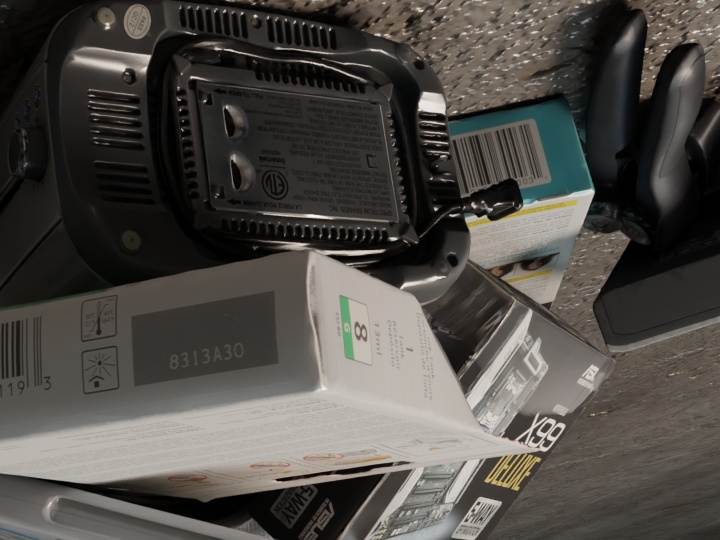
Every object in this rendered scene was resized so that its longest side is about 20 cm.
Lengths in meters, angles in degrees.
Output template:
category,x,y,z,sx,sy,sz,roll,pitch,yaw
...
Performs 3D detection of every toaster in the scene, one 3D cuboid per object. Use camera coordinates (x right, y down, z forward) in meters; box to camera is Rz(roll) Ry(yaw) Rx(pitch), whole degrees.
category,x,y,z,sx,sy,sz,roll,pitch,yaw
toaster,-0.052,-0.024,0.600,0.198,0.115,0.129,1,162,-35

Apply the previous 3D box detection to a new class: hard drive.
category,x,y,z,sx,sy,sz,roll,pitch,yaw
hard drive,0.201,-0.017,0.819,0.138,0.033,0.200,-20,-173,20

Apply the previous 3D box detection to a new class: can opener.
category,x,y,z,sx,sy,sz,roll,pitch,yaw
can opener,0.127,-0.065,0.722,0.063,0.079,0.200,23,169,19

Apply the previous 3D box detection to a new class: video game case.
category,x,y,z,sx,sy,sz,roll,pitch,yaw
video game case,-0.067,0.128,0.678,0.180,0.022,0.200,13,164,8

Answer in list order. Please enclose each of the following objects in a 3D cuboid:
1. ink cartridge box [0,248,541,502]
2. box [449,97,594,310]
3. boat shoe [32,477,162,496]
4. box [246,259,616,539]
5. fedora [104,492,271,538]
category,x,y,z,sx,sy,sz,roll,pitch,yaw
ink cartridge box,-0.041,0.045,0.562,0.159,0.051,0.200,-11,166,23
box,0.062,-0.019,0.806,0.081,0.050,0.200,-12,163,-4
boat shoe,-0.127,0.049,0.635,0.067,0.072,0.200,22,176,37
box,0.045,0.082,0.807,0.158,0.050,0.200,-53,155,4
fedora,-0.095,0.058,0.795,0.175,0.091,0.201,5,129,-14
